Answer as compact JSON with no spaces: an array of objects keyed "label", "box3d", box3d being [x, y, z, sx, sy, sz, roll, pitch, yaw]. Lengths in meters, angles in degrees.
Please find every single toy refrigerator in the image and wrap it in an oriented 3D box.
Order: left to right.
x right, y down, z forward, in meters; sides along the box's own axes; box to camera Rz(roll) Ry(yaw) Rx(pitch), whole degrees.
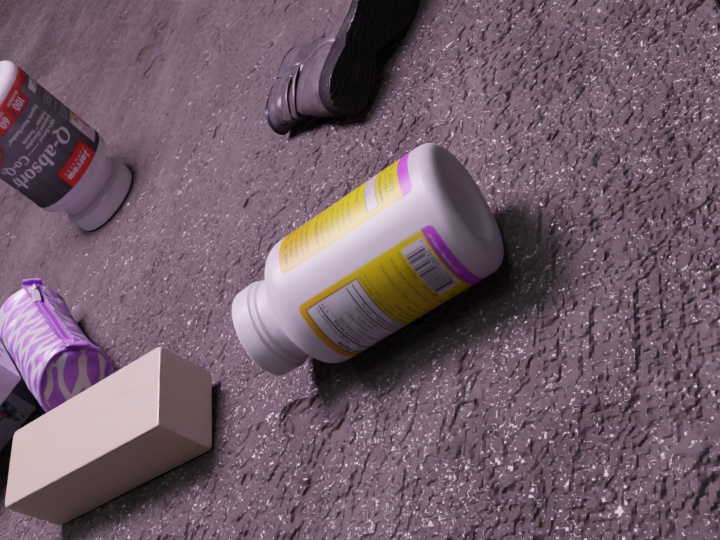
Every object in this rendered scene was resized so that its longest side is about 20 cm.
[{"label":"toy refrigerator","box3d":[-0.220,0.151,0.852,0.198,0.070,0.077,-30,47,26]}]

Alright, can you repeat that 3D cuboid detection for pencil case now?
[{"label":"pencil case","box3d":[-0.315,0.077,0.996,0.199,0.083,0.087,31,114,52]}]

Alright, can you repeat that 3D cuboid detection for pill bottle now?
[{"label":"pill bottle","box3d":[-0.378,-0.144,1.157,0.115,0.200,0.117,-27,41,27]},{"label":"pill bottle","box3d":[0.000,0.000,0.717,0.198,0.104,0.105,-32,40,23]}]

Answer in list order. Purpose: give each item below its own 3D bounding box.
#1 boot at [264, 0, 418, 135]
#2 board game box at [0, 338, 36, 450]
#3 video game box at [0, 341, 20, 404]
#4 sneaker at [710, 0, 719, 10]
[{"label":"boot","box3d":[-0.025,-0.235,0.983,0.131,0.070,0.202,-1,54,52]},{"label":"board game box","box3d":[-0.462,0.179,1.084,0.201,0.064,0.147,-51,36,1]},{"label":"video game box","box3d":[-0.452,0.145,1.014,0.201,0.047,0.182,-53,36,-3]},{"label":"sneaker","box3d":[0.269,-0.174,0.622,0.085,0.078,0.202,-25,34,39]}]
